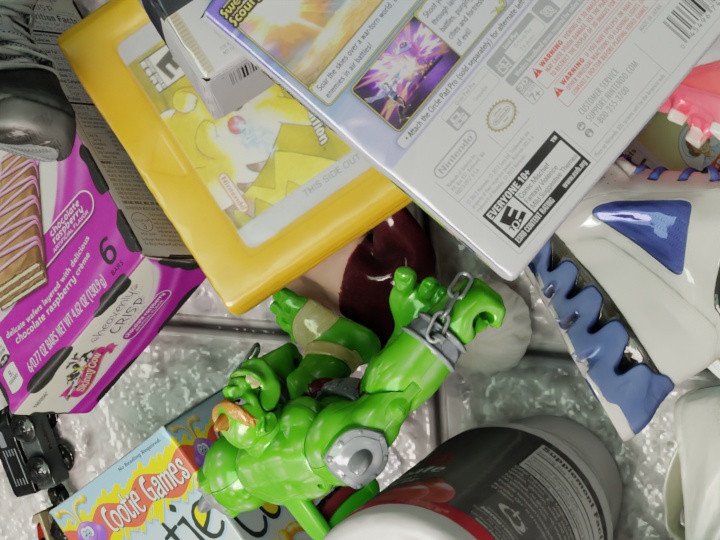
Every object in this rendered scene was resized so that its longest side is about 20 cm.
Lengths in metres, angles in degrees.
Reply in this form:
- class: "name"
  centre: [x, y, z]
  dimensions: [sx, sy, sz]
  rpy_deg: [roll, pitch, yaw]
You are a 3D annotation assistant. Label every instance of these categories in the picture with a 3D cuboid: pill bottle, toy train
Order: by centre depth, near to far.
- class: "pill bottle"
  centre: [0.061, 0.141, 1.174]
  dimensions: [0.110, 0.200, 0.111]
  rpy_deg: [8, 108, 25]
- class: "toy train"
  centre: [-0.177, 0.173, 1.406]
  dimensions: [0.046, 0.034, 0.200]
  rpy_deg: [-16, 96, 34]

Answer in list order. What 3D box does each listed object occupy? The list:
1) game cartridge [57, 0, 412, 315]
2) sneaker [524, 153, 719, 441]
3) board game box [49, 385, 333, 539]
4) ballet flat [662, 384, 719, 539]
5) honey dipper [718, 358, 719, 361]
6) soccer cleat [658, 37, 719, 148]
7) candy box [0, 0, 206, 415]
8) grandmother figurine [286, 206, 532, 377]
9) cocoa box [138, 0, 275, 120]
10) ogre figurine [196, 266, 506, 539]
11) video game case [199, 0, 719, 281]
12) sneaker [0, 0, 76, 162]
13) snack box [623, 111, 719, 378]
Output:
- class: "game cartridge"
  centre: [-0.030, -0.103, 1.203]
  dimensions: [0.200, 0.032, 0.176]
  rpy_deg: [-34, 84, 9]
- class: "sneaker"
  centre: [0.128, -0.027, 1.111]
  dimensions: [0.115, 0.081, 0.200]
  rpy_deg: [-28, 67, 1]
- class: "board game box"
  centre: [-0.061, 0.177, 1.305]
  dimensions: [0.105, 0.103, 0.200]
  rpy_deg: [-37, 86, 31]
- class: "ballet flat"
  centre: [0.186, 0.152, 1.199]
  dimensions: [0.069, 0.069, 0.201]
  rpy_deg: [6, 103, 26]
- class: "honey dipper"
  centre: [0.128, 0.002, 1.155]
  dimensions: [0.200, 0.038, 0.038]
  rpy_deg: [25, 115, 25]
- class: "soccer cleat"
  centre: [0.131, -0.117, 1.115]
  dimensions: [0.200, 0.067, 0.077]
  rpy_deg: [29, 82, 36]
- class: "candy box"
  centre: [-0.176, -0.039, 1.289]
  dimensions: [0.136, 0.061, 0.200]
  rpy_deg: [-48, 58, 29]
- class: "grandmother figurine"
  centre: [0.000, 0.000, 1.252]
  dimensions: [0.200, 0.061, 0.121]
  rpy_deg: [24, 137, 16]
- class: "cocoa box"
  centre: [-0.024, -0.186, 1.116]
  dimensions: [0.200, 0.133, 0.131]
  rpy_deg: [-33, 87, -2]
- class: "ogre figurine"
  centre: [-0.015, 0.068, 1.184]
  dimensions: [0.200, 0.120, 0.098]
  rpy_deg: [1, 136, 38]
- class: "video game case"
  centre: [0.061, -0.130, 1.031]
  dimensions: [0.181, 0.045, 0.200]
  rpy_deg: [40, 89, -9]
- class: "sneaker"
  centre: [-0.188, -0.123, 1.195]
  dimensions: [0.200, 0.075, 0.116]
  rpy_deg: [17, 89, 60]
- class: "snack box"
  centre: [0.199, -0.055, 1.138]
  dimensions: [0.116, 0.037, 0.200]
  rpy_deg: [43, 120, 11]
